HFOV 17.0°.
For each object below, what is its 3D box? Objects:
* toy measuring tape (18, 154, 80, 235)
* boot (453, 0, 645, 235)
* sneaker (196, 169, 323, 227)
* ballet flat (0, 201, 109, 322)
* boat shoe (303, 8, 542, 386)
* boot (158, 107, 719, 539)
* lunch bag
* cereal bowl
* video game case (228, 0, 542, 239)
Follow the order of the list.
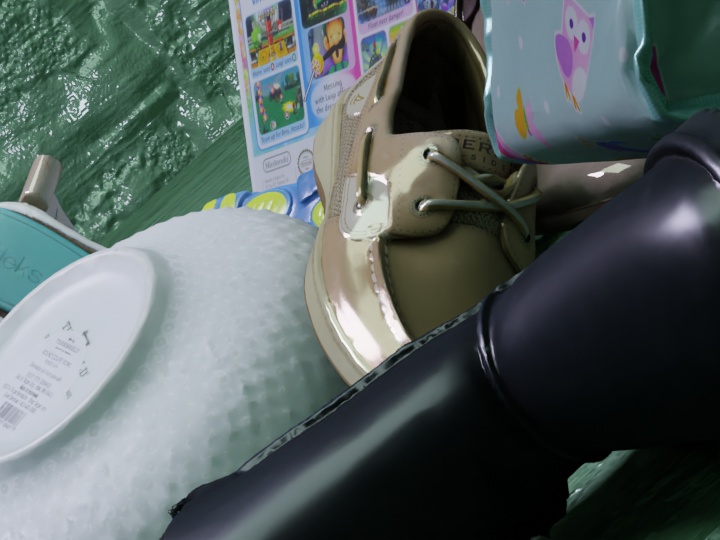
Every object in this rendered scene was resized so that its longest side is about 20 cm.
[{"bbox_3d":[-0.088,0.018,1.073,0.074,0.073,0.201,-43,-36,-16],"label":"toy measuring tape"},{"bbox_3d":[0.071,-0.088,0.869,0.070,0.147,0.200,-9,0,-9],"label":"boot"},{"bbox_3d":[0.000,0.000,0.990,0.199,0.082,0.071,-6,64,53],"label":"sneaker"},{"bbox_3d":[-0.084,0.036,0.972,0.069,0.199,0.070,-41,-32,-33],"label":"ballet flat"},{"bbox_3d":[0.023,-0.018,0.792,0.065,0.071,0.201,-59,25,29],"label":"boat shoe"},{"bbox_3d":[0.032,0.046,0.579,0.168,0.077,0.200,-38,1,-6],"label":"boot"},{"bbox_3d":[0.141,-0.092,0.661,0.198,0.123,0.170,-8,1,-12],"label":"lunch bag"},{"bbox_3d":[-0.079,0.053,0.828,0.199,0.083,0.201,-30,32,21],"label":"cereal bowl"},{"bbox_3d":[0.004,-0.090,1.053,0.024,0.184,0.200,-4,-5,-32],"label":"video game case"}]
